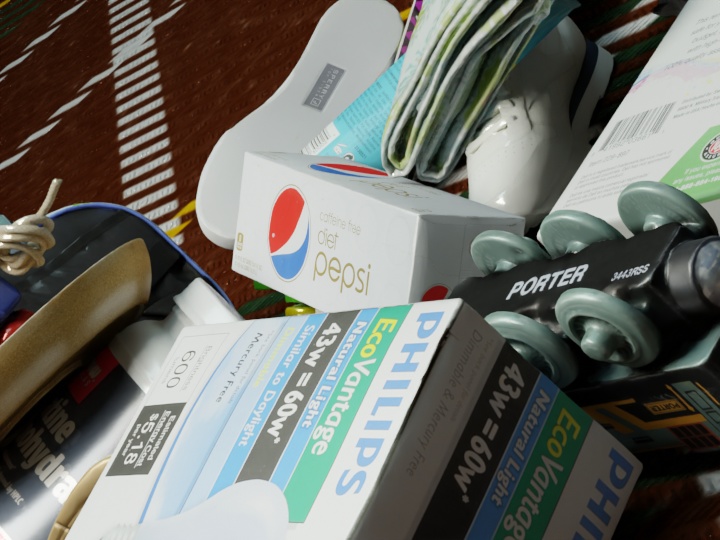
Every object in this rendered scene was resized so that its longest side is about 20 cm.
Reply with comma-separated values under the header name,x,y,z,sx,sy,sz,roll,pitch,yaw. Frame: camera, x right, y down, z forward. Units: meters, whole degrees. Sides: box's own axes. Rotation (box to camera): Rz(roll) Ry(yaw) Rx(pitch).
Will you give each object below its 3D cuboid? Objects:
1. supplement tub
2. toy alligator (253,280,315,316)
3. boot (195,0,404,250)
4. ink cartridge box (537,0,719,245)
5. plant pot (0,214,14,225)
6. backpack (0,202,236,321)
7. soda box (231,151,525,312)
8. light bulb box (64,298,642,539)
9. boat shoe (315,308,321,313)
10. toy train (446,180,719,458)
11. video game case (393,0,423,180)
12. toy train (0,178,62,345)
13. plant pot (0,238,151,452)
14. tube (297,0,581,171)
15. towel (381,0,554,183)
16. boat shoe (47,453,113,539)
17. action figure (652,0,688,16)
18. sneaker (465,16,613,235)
name,x,y,z,sx,sy,sz,roll,pitch,yaw
supplement tub,-0.111,0.117,1.332,0.200,0.140,0.140,-45,19,-1
toy alligator,0.000,0.000,1.489,0.054,0.060,0.200,-8,1,-28
boot,-0.032,-0.070,1.556,0.200,0.073,0.096,-54,-17,-29
ink cartridge box,0.193,-0.071,1.174,0.145,0.087,0.200,-16,35,54
plant pot,-0.276,0.071,1.713,0.200,0.196,0.196,-38,18,-7
backpack,-0.176,0.068,1.514,0.200,0.183,0.147,-42,-4,-15
soda box,0.005,-0.013,1.313,0.200,0.063,0.068,22,108,60
light bulb box,-0.020,0.130,1.076,0.200,0.125,0.199,-8,48,51
boat shoe,0.024,0.059,1.296,0.072,0.060,0.200,-3,13,-18
toy train,0.108,0.033,1.091,0.200,0.114,0.085,-18,34,56
video game case,0.059,-0.159,1.590,0.182,0.036,0.200,109,-174,-46
toy train,-0.222,0.038,1.304,0.200,0.085,0.116,-48,6,46
plant pot,-0.176,0.063,1.335,0.200,0.027,0.200,-45,-3,-3
tube,0.034,-0.097,1.427,0.200,0.050,0.078,-44,43,9
towel,0.068,-0.161,1.313,0.171,0.048,0.200,122,169,-49
boat shoe,-0.112,0.164,1.227,0.069,0.073,0.201,-54,-21,-61
action figure,0.210,-0.181,1.275,0.193,0.199,0.105,-31,52,44
sneaker,0.085,-0.088,1.450,0.076,0.081,0.200,-32,24,29
